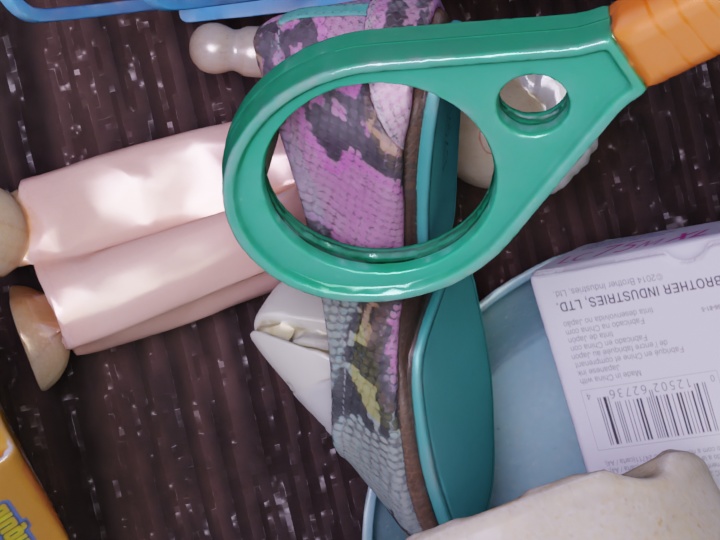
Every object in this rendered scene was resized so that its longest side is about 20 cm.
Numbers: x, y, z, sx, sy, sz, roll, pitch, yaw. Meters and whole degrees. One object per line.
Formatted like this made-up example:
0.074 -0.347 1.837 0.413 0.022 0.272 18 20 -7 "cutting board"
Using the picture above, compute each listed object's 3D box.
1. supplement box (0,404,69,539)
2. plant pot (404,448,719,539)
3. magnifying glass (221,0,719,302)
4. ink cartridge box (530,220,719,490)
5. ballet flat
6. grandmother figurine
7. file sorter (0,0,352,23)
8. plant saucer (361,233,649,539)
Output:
-0.155 0.008 0.838 0.069 0.067 0.200 -26 58 -4 "supplement box"
0.070 0.159 0.825 0.200 0.200 0.184 -21 79 -5 "plant pot"
0.052 -0.049 0.755 0.199 0.022 0.080 -26 124 20 "magnifying glass"
0.134 0.082 0.881 0.042 0.119 0.201 -22 99 -50 "ink cartridge box"
0.000 0.000 0.855 0.071 0.069 0.201 8 134 16 "ballet flat"
-0.017 -0.023 0.912 0.199 0.061 0.122 -20 118 -3 "grandmother figurine"
-0.002 -0.144 0.823 0.199 0.123 0.139 -3 98 30 "file sorter"
0.097 0.086 0.948 0.199 0.036 0.201 -1 96 -8 "plant saucer"
